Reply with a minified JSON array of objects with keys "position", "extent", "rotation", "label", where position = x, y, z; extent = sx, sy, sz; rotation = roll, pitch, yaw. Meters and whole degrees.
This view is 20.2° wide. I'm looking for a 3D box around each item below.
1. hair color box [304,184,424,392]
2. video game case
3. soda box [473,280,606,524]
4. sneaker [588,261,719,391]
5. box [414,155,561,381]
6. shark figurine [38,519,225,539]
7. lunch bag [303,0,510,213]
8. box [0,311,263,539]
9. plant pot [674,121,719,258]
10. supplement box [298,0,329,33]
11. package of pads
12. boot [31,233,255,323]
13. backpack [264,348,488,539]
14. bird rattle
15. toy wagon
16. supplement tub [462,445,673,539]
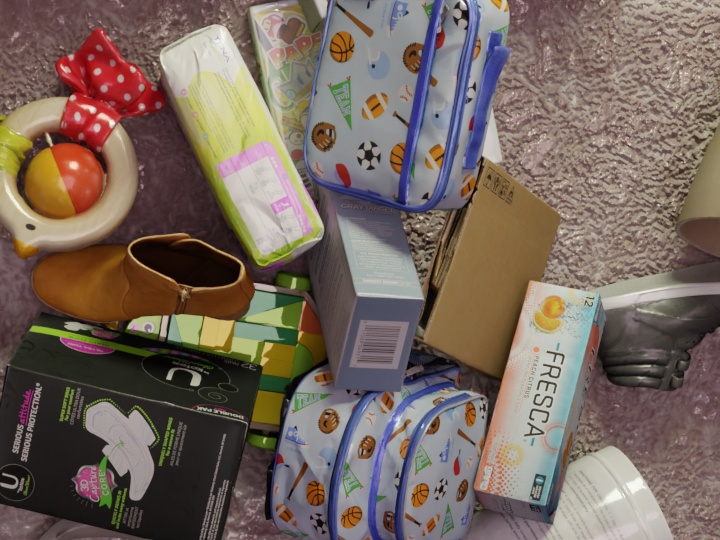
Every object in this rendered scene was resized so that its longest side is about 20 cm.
[{"position":[0.000,0.000,1.693],"extent":[0.060,0.200,0.099],"rotation":[3,126,-14],"label":"hair color box"},{"position":[0.014,-0.162,1.780],"extent":[0.199,0.023,0.183],"rotation":[-13,99,-11],"label":"video game case"},{"position":[0.158,0.114,1.763],"extent":[0.068,0.064,0.201],"rotation":[12,72,16],"label":"soda box"},{"position":[0.304,0.053,1.836],"extent":[0.199,0.071,0.100],"rotation":[-11,103,7],"label":"sneaker"},{"position":[0.110,0.002,1.739],"extent":[0.021,0.200,0.164],"rotation":[17,85,26],"label":"box"},{"position":[-0.208,0.230,1.742],"extent":[0.213,0.089,0.129],"rotation":[-5,96,-14],"label":"shark figurine"},{"position":[0.040,-0.152,1.640],"extent":[0.075,0.160,0.201],"rotation":[-4,108,-52],"label":"lunch bag"},{"position":[-0.195,0.132,1.674],"extent":[0.199,0.149,0.125],"rotation":[14,106,-2],"label":"box"},{"position":[0.396,-0.111,1.807],"extent":[0.187,0.187,0.201],"rotation":[18,79,-14],"label":"plant pot"},{"position":[0.032,-0.293,1.738],"extent":[0.199,0.061,0.109],"rotation":[-22,88,-11],"label":"supplement box"},{"position":[-0.102,-0.098,1.678],"extent":[0.068,0.155,0.201],"rotation":[-26,91,-6],"label":"package of pads"},{"position":[-0.186,-0.001,1.670],"extent":[0.200,0.144,0.071],"rotation":[7,76,5],"label":"boot"},{"position":[0.011,0.162,1.719],"extent":[0.190,0.154,0.201],"rotation":[-5,102,-50],"label":"backpack"},{"position":[-0.251,-0.097,1.686],"extent":[0.199,0.113,0.164],"rotation":[-19,84,-20],"label":"bird rattle"},{"position":[-0.126,0.071,1.765],"extent":[0.199,0.040,0.156],"rotation":[9,94,-14],"label":"toy wagon"},{"position":[0.167,0.257,1.806],"extent":[0.199,0.132,0.132],"rotation":[-26,101,-8],"label":"supplement tub"}]
